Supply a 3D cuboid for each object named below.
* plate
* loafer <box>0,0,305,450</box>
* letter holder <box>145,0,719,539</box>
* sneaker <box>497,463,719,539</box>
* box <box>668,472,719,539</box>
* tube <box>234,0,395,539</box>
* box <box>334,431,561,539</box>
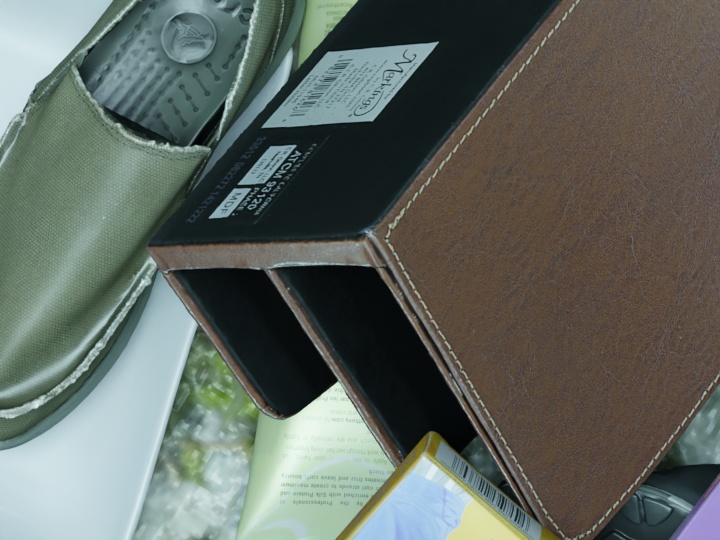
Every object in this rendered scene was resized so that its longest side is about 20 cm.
[{"bbox_3d":[-0.145,-0.014,1.011,0.199,0.032,0.200,18,80,2],"label":"plate"},{"bbox_3d":[-0.087,-0.036,0.964,0.075,0.070,0.200,28,80,4],"label":"loafer"},{"bbox_3d":[0.054,-0.021,0.954,0.200,0.101,0.142,-51,122,-32],"label":"letter holder"},{"bbox_3d":[0.142,0.095,0.981,0.200,0.088,0.076,9,116,19],"label":"sneaker"},{"bbox_3d":[0.118,0.168,0.931,0.137,0.039,0.200,37,111,6],"label":"box"},{"bbox_3d":[0.000,0.000,1.005,0.058,0.052,0.200,-3,81,37],"label":"tube"},{"bbox_3d":[0.000,0.161,0.879,0.119,0.041,0.200,40,96,-1],"label":"box"}]
